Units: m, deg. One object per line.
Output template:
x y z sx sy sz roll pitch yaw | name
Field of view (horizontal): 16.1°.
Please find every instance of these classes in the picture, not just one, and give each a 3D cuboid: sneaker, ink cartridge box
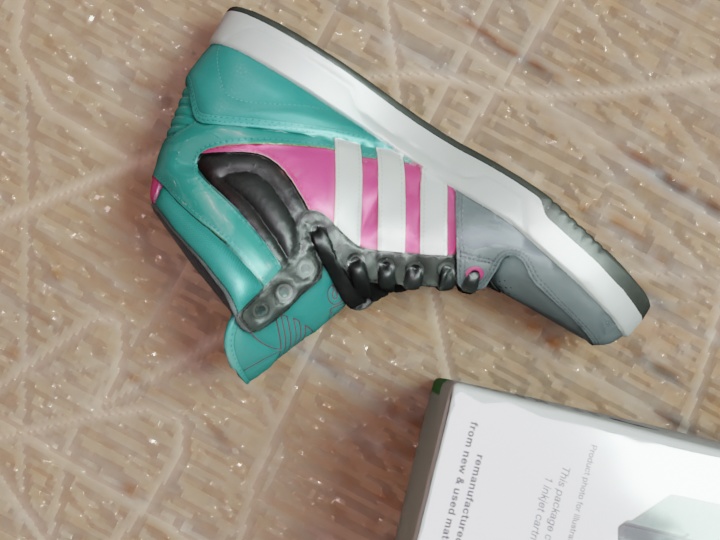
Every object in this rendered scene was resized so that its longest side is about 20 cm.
0.000 0.000 0.973 0.200 0.084 0.121 33 84 8 | sneaker
0.117 0.103 0.944 0.200 0.146 0.084 14 88 -1 | ink cartridge box
